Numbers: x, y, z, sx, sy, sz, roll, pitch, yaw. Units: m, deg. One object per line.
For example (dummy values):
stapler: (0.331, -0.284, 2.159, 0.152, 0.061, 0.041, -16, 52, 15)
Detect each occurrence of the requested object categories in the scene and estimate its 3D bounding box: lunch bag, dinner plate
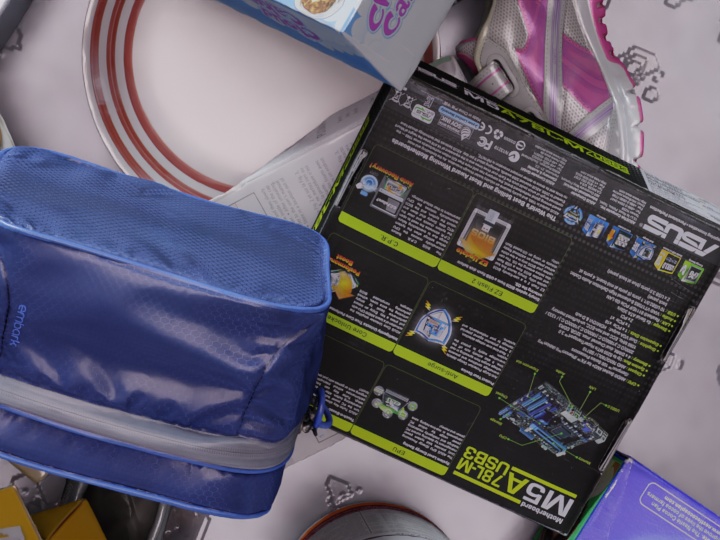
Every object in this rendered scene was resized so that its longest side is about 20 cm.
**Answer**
lunch bag: (-0.105, 0.038, 0.898, 0.199, 0.136, 0.133, 17, 108, -5)
dinner plate: (-0.055, -0.118, 1.031, 0.198, 0.024, 0.202, 0, 92, -6)

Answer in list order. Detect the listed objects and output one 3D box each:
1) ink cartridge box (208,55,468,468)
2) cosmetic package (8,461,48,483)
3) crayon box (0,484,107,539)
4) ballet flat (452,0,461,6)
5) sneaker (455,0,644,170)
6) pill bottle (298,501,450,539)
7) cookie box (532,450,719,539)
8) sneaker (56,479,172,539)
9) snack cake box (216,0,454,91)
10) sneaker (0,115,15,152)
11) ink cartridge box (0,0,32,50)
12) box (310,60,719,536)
ink cartridge box: (0.000, 0.000, 1.019, 0.199, 0.050, 0.162, -26, 106, 10)
cosmetic package: (-0.216, 0.011, 0.994, 0.200, 0.073, 0.104, 38, 87, -6)
crayon box: (-0.172, 0.201, 0.959, 0.125, 0.052, 0.201, -18, 104, 24)
ballet flat: (0.050, -0.176, 0.965, 0.199, 0.072, 0.073, -14, 92, 17)
sneaker: (0.099, -0.106, 1.022, 0.088, 0.081, 0.202, -11, 84, -4)
pill bottle: (0.015, 0.185, 0.953, 0.109, 0.200, 0.111, 0, 91, -5)
cookie box: (0.153, 0.227, 1.030, 0.171, 0.075, 0.201, 34, 88, -5)
sneaker: (-0.146, 0.169, 0.997, 0.070, 0.082, 0.202, 13, 94, -5)
snack cake box: (-0.035, -0.185, 0.934, 0.199, 0.067, 0.115, 29, 86, 35)
sneaker: (-0.212, -0.093, 0.929, 0.084, 0.073, 0.202, 5, 96, -29)
ink cartridge box: (-0.242, -0.231, 0.980, 0.199, 0.084, 0.146, 33, 90, -5)
box: (0.066, 0.016, 0.977, 0.199, 0.048, 0.194, 24, 110, -8)
